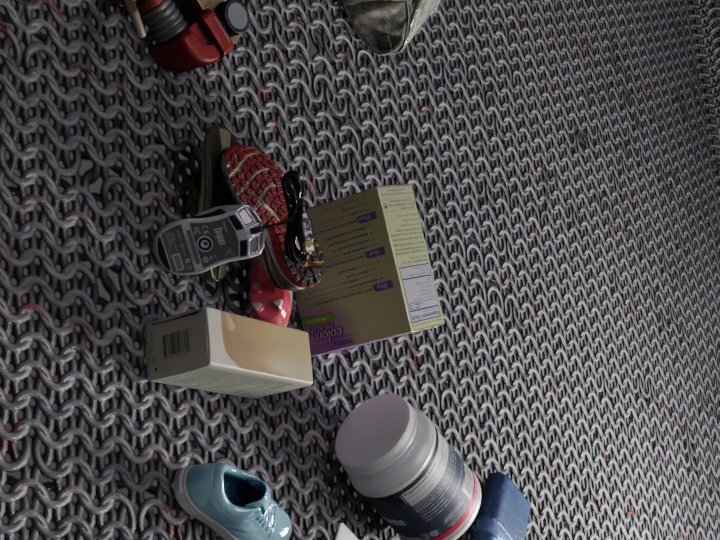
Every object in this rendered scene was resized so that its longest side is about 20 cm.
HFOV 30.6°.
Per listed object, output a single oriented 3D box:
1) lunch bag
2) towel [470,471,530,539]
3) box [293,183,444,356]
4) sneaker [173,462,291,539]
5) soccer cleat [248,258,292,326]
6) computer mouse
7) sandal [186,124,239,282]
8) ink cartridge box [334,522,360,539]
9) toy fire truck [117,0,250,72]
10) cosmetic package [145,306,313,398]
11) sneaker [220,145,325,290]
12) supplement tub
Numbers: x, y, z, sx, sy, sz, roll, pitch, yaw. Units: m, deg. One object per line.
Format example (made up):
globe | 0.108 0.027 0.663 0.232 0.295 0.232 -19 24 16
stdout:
lunch bag | 0.056 -0.463 2.153 0.200 0.138 0.169 -58 141 -49
towel | 0.215 0.427 2.091 0.112 0.048 0.201 54 38 -30
box | 0.000 0.000 1.816 0.096 0.175 0.202 -8 83 -57
sneaker | -0.132 0.286 1.576 0.200 0.081 0.075 35 50 -46
soccer cleat | -0.119 -0.012 1.759 0.077 0.066 0.202 78 8 -61
computer mouse | -0.155 -0.049 1.597 0.044 0.198 0.111 -81 158 -70
sandal | -0.194 -0.087 1.672 0.080 0.057 0.203 16 78 -60
ink cartridge box | -0.012 0.434 1.714 0.201 0.067 0.117 54 37 -30
toy fire truck | -0.243 -0.320 1.645 0.177 0.128 0.200 59 47 -25
cosmetic package | -0.157 0.103 1.597 0.199 0.104 0.072 19 61 -55
sneaker | -0.126 -0.061 1.660 0.078 0.082 0.201 -29 95 -40
supplement tub | 0.067 0.281 1.835 0.200 0.139 0.141 51 39 -32
